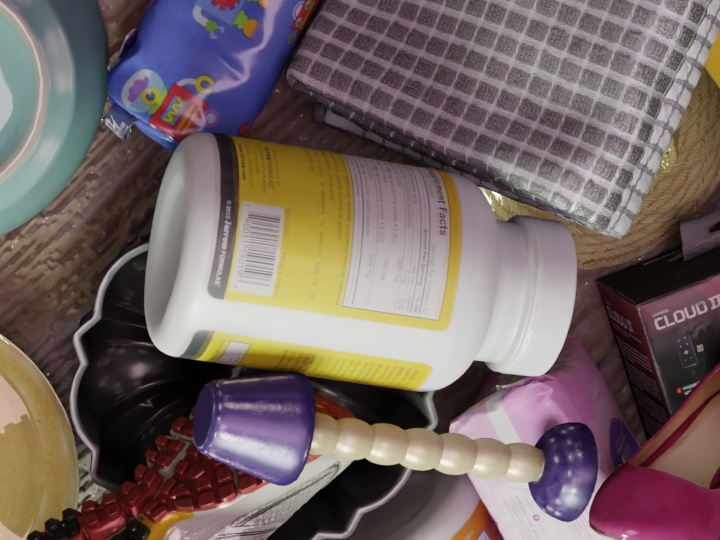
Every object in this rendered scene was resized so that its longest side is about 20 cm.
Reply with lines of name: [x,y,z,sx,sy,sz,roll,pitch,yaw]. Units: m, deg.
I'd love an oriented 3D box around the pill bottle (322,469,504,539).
pill bottle: [0.063,0.211,1.362,0.112,0.112,0.200,-34,107,-5]

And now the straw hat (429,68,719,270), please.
straw hat: [0.129,-0.088,1.329,0.201,0.085,0.201,-3,101,-13]

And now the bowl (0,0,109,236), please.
bowl: [-0.218,-0.097,1.234,0.201,0.105,0.201,-3,102,-14]

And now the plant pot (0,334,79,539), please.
plant pot: [-0.251,0.112,1.310,0.200,0.027,0.200,-3,103,-13]

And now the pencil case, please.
pencil case: [-0.062,-0.151,1.275,0.087,0.078,0.200,28,95,9]

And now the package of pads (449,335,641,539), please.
package of pads: [0.127,0.140,1.333,0.076,0.121,0.200,-27,93,19]

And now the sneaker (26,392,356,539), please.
sneaker: [-0.085,0.132,1.260,0.200,0.078,0.082,-33,131,-7]

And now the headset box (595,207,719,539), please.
headset box: [0.232,0.057,1.389,0.149,0.077,0.200,-22,105,-8]

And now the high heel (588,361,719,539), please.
high heel: [0.176,0.083,1.257,0.200,0.067,0.096,-12,118,-55]

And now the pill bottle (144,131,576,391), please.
pill bottle: [0.000,0.000,1.223,0.200,0.112,0.112,9,99,-15]

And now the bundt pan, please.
bundt pan: [-0.060,0.050,1.317,0.202,0.076,0.202,-3,102,-12]

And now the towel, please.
towel: [0.074,-0.126,1.257,0.200,0.086,0.166,24,92,21]

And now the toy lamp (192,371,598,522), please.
toy lamp: [0.016,0.086,1.212,0.200,0.058,0.058,12,98,-21]

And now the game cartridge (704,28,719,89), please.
game cartridge: [0.263,-0.138,1.281,0.176,0.032,0.200,-38,84,29]
